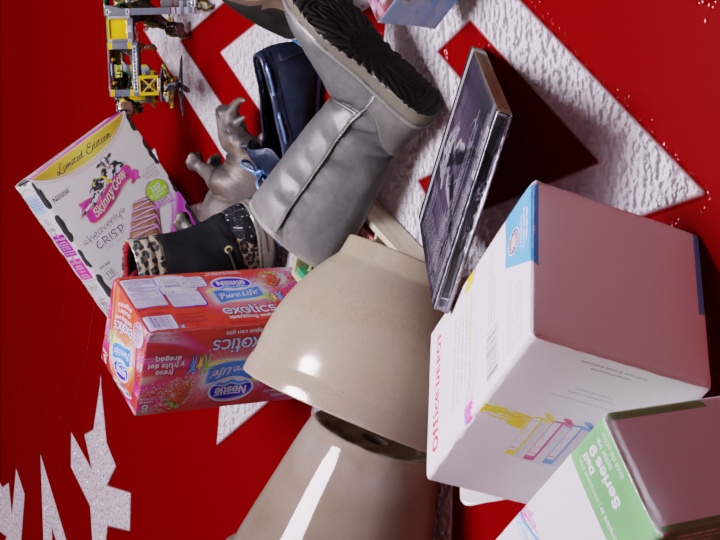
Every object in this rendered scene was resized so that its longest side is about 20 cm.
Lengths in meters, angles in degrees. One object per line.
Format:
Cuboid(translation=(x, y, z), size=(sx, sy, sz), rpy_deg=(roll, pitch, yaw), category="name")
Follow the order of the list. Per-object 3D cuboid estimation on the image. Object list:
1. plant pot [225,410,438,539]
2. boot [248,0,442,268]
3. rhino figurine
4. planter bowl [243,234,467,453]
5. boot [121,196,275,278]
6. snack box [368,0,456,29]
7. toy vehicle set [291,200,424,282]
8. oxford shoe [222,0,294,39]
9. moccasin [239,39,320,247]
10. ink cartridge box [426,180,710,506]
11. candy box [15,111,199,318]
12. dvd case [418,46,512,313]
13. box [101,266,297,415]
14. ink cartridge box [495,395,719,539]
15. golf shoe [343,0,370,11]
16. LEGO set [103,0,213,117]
Cuboid(translation=(-0.012, 0.222, 1.314), size=(0.200, 0.198, 0.175), rpy_deg=(31, 104, 55), category="plant pot")
Cuboid(translation=(-0.039, -0.122, 1.316), size=(0.182, 0.072, 0.200), rpy_deg=(48, 133, 8), category="boot")
Cuboid(translation=(-0.136, -0.091, 1.579), size=(0.087, 0.059, 0.202), rpy_deg=(36, 128, 29), category="rhino figurine")
Cuboid(translation=(0.022, 0.053, 1.214), size=(0.200, 0.199, 0.136), rpy_deg=(21, 89, 58), category="planter bowl")
Cuboid(translation=(-0.164, 0.030, 1.547), size=(0.074, 0.152, 0.205), rpy_deg=(46, 143, 44), category="boot")
Cuboid(translation=(0.043, -0.320, 1.187), size=(0.169, 0.067, 0.202), rpy_deg=(-49, 52, 41), category="snack box")
Cuboid(translation=(0.000, 0.000, 1.385), size=(0.200, 0.026, 0.125), rpy_deg=(48, 135, 47), category="toy vehicle set")
Cuboid(translation=(-0.074, -0.265, 1.454), size=(0.199, 0.071, 0.072), rpy_deg=(18, 82, 60), category="oxford shoe")
Cuboid(translation=(-0.082, -0.120, 1.468), size=(0.080, 0.068, 0.203), rpy_deg=(21, 116, 58), category="moccasin")
Cuboid(translation=(0.129, 0.065, 1.027), size=(0.201, 0.124, 0.130), rpy_deg=(120, 161, -48), category="ink cartridge box")
Cuboid(translation=(-0.258, -0.050, 1.651), size=(0.201, 0.136, 0.061), rpy_deg=(56, 154, -13), category="candy box")
Cuboid(translation=(0.075, -0.073, 1.134), size=(0.200, 0.016, 0.150), rpy_deg=(-94, 20, -69), category="dvd case")
Cuboid(translation=(-0.137, 0.065, 1.469), size=(0.100, 0.198, 0.096), rpy_deg=(48, 133, 46), category="box")
Cuboid(translation=(0.180, 0.168, 0.968), size=(0.088, 0.144, 0.201), rpy_deg=(65, 146, 31), category="ink cartridge box")
Cuboid(translation=(-0.013, -0.317, 1.326), size=(0.091, 0.072, 0.203), rpy_deg=(-4, 84, 26), category="golf shoe")
Cuboid(translation=(-0.215, -0.267, 1.681), size=(0.154, 0.114, 0.203), rpy_deg=(-76, -15, -89), category="LEGO set")
